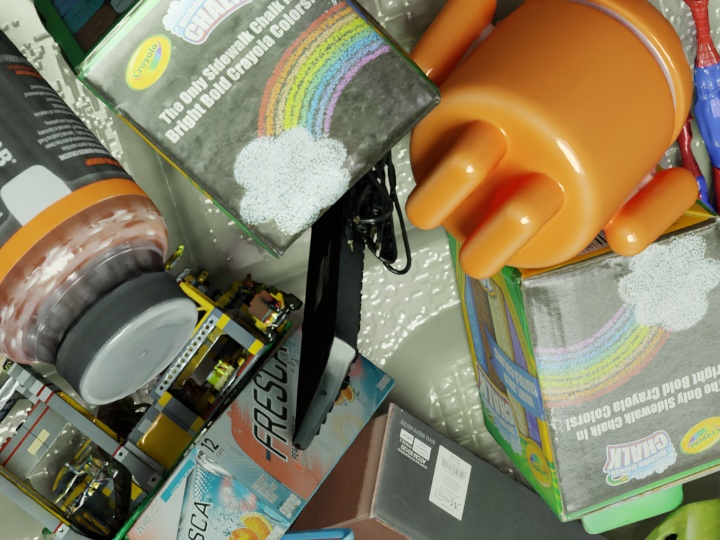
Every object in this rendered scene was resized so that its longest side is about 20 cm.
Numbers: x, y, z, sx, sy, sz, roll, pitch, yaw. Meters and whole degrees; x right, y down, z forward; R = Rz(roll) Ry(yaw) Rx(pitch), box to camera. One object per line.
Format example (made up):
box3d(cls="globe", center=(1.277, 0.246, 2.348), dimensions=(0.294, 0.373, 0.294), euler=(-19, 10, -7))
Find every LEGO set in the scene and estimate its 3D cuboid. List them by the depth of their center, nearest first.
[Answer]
box3d(cls="LEGO set", center=(-0.134, 0.059, 1.445), dimensions=(0.116, 0.154, 0.200), euler=(38, 100, 2))

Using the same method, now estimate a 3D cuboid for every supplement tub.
box3d(cls="supplement tub", center=(-0.166, -0.029, 1.325), dimensions=(0.107, 0.200, 0.107), euler=(-36, 158, -17))

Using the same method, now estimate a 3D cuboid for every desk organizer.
box3d(cls="desk organizer", center=(0.056, 0.159, 1.562), dimensions=(0.200, 0.072, 0.077), euler=(34, 143, -33))

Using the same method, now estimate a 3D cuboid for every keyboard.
box3d(cls="keyboard", center=(0.000, 0.000, 1.414), dimensions=(0.040, 0.200, 0.104), euler=(15, 127, -10))

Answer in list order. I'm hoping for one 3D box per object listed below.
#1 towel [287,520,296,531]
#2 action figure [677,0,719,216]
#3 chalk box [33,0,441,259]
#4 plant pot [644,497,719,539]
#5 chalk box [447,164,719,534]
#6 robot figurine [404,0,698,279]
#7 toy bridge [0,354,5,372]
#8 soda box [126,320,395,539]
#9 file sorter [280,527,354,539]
box3d(cls="towel", center=(-0.017, 0.191, 1.558), dimensions=(0.200, 0.023, 0.144), euler=(41, 57, -30))
box3d(cls="action figure", center=(0.214, -0.078, 1.553), dimensions=(0.065, 0.052, 0.200), euler=(-13, 121, -7))
box3d(cls="chalk box", center=(-0.079, -0.128, 1.387), dimensions=(0.125, 0.124, 0.200), euler=(-44, 118, 4))
box3d(cls="plant pot", center=(0.254, 0.218, 1.591), dimensions=(0.184, 0.200, 0.201), euler=(26, 102, -38))
box3d(cls="chalk box", center=(0.138, 0.052, 1.541), dimensions=(0.124, 0.124, 0.200), euler=(-17, 118, -13))
box3d(cls="robot figurine", center=(0.102, -0.081, 1.449), dimensions=(0.200, 0.144, 0.117), euler=(-47, 141, -41))
box3d(cls="toy bridge", center=(-0.210, 0.056, 1.383), dimensions=(0.027, 0.200, 0.067), euler=(40, 140, -23))
box3d(cls="soda box", center=(-0.049, 0.096, 1.418), dimensions=(0.064, 0.200, 0.068), euler=(38, 114, 0))
box3d(cls="file sorter", center=(-0.041, 0.249, 1.425), dimensions=(0.139, 0.123, 0.200), euler=(-27, 99, -30))
